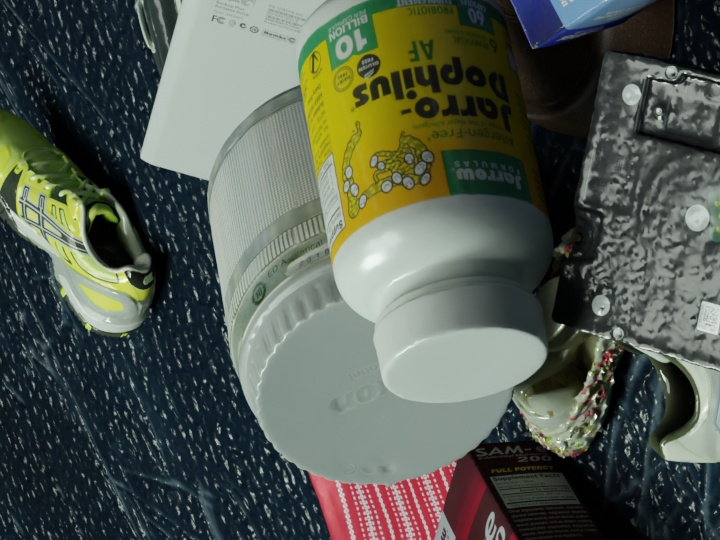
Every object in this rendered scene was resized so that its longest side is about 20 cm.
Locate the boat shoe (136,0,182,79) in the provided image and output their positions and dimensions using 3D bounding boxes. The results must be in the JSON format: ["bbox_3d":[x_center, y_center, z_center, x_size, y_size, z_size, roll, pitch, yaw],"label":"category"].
[{"bbox_3d":[-0.105,-0.159,1.695,0.060,0.075,0.201,4,100,57],"label":"boat shoe"}]

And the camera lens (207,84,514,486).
[{"bbox_3d":[0.000,0.000,1.481,0.200,0.159,0.160,-102,15,-50],"label":"camera lens"}]

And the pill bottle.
[{"bbox_3d":[0.035,-0.040,1.325,0.113,0.112,0.201,124,142,-54],"label":"pill bottle"}]

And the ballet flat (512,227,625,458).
[{"bbox_3d":[0.112,0.038,1.472,0.076,0.064,0.200,49,144,29],"label":"ballet flat"}]

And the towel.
[{"bbox_3d":[0.020,0.128,1.715,0.200,0.022,0.145,-16,95,59],"label":"towel"}]

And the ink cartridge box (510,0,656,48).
[{"bbox_3d":[0.121,-0.198,1.270,0.200,0.076,0.137,-31,81,49],"label":"ink cartridge box"}]

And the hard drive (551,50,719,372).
[{"bbox_3d":[0.193,-0.018,1.245,0.200,0.038,0.140,16,100,35],"label":"hard drive"}]

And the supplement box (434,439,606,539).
[{"bbox_3d":[0.107,0.201,1.519,0.200,0.061,0.109,-120,36,-49],"label":"supplement box"}]

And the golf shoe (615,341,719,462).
[{"bbox_3d":[0.168,0.003,1.317,0.078,0.097,0.201,-157,52,-78],"label":"golf shoe"}]

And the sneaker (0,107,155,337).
[{"bbox_3d":[-0.212,-0.048,1.940,0.200,0.075,0.076,50,138,12],"label":"sneaker"}]

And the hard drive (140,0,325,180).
[{"bbox_3d":[-0.051,-0.122,1.589,0.200,0.132,0.027,111,172,-48],"label":"hard drive"}]

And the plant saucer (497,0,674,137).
[{"bbox_3d":[0.090,-0.164,1.415,0.200,0.034,0.201,36,136,44],"label":"plant saucer"}]
